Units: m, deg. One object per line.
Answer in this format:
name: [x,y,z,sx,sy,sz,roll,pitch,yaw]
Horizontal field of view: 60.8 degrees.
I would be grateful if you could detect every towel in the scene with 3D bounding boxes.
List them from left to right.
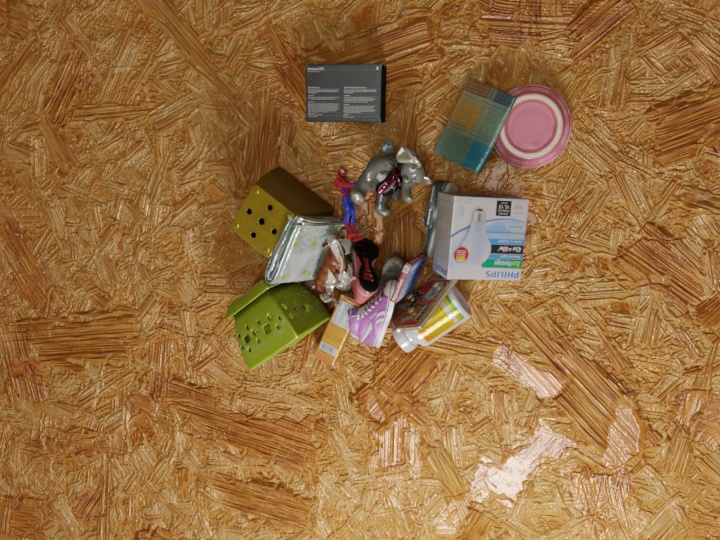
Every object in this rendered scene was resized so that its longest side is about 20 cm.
towel: [-0.144,-0.052,1.575,0.048,0.170,0.201,44,118,30]
towel: [0.282,-0.357,1.517,0.146,0.022,0.202,34,107,29]

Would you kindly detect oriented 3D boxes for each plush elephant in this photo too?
plush elephant: [0.096,-0.230,1.535,0.153,0.164,0.203,13,79,35]

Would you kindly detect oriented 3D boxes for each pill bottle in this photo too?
pill bottle: [0.183,0.127,1.611,0.199,0.111,0.112,-36,91,16]

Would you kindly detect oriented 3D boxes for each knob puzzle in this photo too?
knob puzzle: [0.140,0.080,1.577,0.219,0.220,0.031,-37,107,17]

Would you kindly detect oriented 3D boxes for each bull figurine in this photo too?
bull figurine: [-0.069,0.001,1.583,0.122,0.064,0.201,66,150,32]

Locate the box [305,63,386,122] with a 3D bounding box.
box: [-0.037,-0.451,1.567,0.197,0.079,0.143,4,105,12]

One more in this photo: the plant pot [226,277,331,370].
plant pot: [-0.230,0.121,1.653,0.199,0.199,0.183,-34,86,27]

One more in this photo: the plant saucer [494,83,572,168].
plant saucer: [0.415,-0.352,1.498,0.197,0.051,0.204,2,101,12]

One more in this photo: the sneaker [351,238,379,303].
sneaker: [0.000,0.000,1.604,0.073,0.202,0.087,16,135,-17]

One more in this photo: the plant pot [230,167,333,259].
plant pot: [-0.223,-0.136,1.612,0.199,0.176,0.201,38,106,8]

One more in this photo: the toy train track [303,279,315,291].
toy train track: [-0.116,-0.019,1.691,0.114,0.033,0.202,29,105,6]

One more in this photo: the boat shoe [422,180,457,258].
boat shoe: [0.196,-0.134,1.590,0.061,0.072,0.203,24,109,34]

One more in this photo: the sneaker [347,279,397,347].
sneaker: [0.026,0.103,1.593,0.113,0.073,0.203,20,114,1]

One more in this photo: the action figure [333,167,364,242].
action figure: [-0.011,-0.187,1.597,0.098,0.065,0.203,-23,71,19]

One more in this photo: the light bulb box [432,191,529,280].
light bulb box: [0.291,-0.085,1.508,0.195,0.125,0.203,0,102,-10]

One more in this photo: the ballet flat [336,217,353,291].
ballet flat: [-0.047,-0.039,1.645,0.071,0.072,0.203,-4,100,13]

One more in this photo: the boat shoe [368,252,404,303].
boat shoe: [0.075,0.042,1.641,0.074,0.074,0.202,23,118,0]

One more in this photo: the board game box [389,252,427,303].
board game box: [0.125,0.015,1.556,0.019,0.200,0.104,26,105,12]

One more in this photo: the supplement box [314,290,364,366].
supplement box: [-0.056,0.159,1.695,0.068,0.067,0.202,29,105,8]
